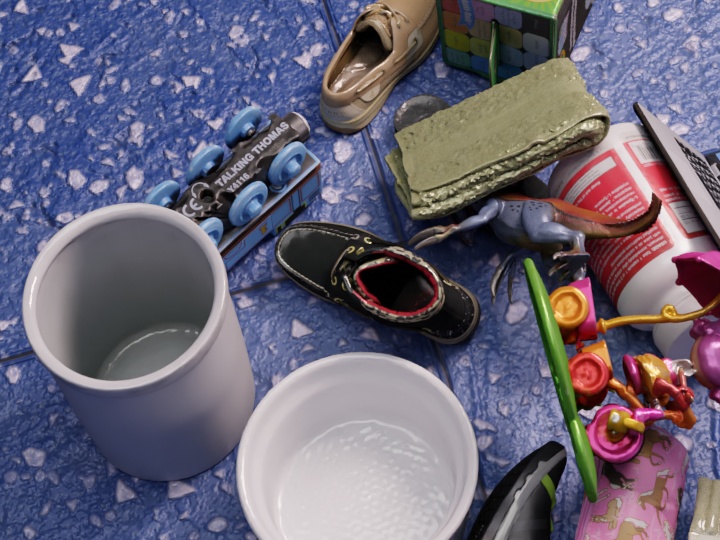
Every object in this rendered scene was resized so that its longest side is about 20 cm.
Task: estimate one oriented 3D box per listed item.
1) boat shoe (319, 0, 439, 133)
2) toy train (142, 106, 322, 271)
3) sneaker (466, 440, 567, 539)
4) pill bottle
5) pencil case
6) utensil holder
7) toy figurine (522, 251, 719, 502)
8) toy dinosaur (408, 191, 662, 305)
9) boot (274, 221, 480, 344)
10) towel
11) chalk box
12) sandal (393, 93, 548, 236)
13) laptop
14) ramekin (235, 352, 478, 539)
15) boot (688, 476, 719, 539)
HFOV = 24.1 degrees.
[{"bbox_3d":[0.025,-0.226,1.649,0.071,0.065,0.201,23,66,18],"label":"boat shoe"},{"bbox_3d":[-0.119,-0.061,1.543,0.086,0.115,0.200,39,71,21],"label":"toy train"},{"bbox_3d":[0.130,0.238,1.386,0.082,0.072,0.201,34,68,-3],"label":"sneaker"},{"bbox_3d":[0.255,-0.022,1.480,0.111,0.113,0.201,-24,61,-7],"label":"pill bottle"},{"bbox_3d":[0.209,0.222,1.363,0.082,0.087,0.202,6,59,24],"label":"pencil case"},{"bbox_3d":[-0.181,0.068,1.427,0.168,0.201,0.172,-2,60,4],"label":"utensil holder"},{"bbox_3d":[0.242,0.064,1.336,0.182,0.150,0.202,-15,72,4],"label":"toy figurine"},{"bbox_3d":[0.148,-0.035,1.485,0.199,0.105,0.182,-30,45,0],"label":"toy dinosaur"},{"bbox_3d":[0.001,-0.001,1.467,0.202,0.154,0.074,24,88,16],"label":"boot"},{"bbox_3d":[0.119,-0.117,1.511,0.198,0.037,0.149,-27,31,5],"label":"towel"},{"bbox_3d":[0.148,-0.260,1.620,0.123,0.125,0.201,18,63,16],"label":"chalk box"},{"bbox_3d":[0.104,-0.100,1.577,0.075,0.048,0.200,-41,64,-16],"label":"sandal"},{"bbox_3d":[0.368,-0.080,1.485,0.116,0.199,0.188,-41,46,20],"label":"laptop"},{"bbox_3d":[0.001,0.179,1.403,0.198,0.098,0.203,-2,60,4],"label":"ramekin"},{"bbox_3d":[0.330,0.260,1.335,0.153,0.072,0.202,6,56,9],"label":"boot"}]
